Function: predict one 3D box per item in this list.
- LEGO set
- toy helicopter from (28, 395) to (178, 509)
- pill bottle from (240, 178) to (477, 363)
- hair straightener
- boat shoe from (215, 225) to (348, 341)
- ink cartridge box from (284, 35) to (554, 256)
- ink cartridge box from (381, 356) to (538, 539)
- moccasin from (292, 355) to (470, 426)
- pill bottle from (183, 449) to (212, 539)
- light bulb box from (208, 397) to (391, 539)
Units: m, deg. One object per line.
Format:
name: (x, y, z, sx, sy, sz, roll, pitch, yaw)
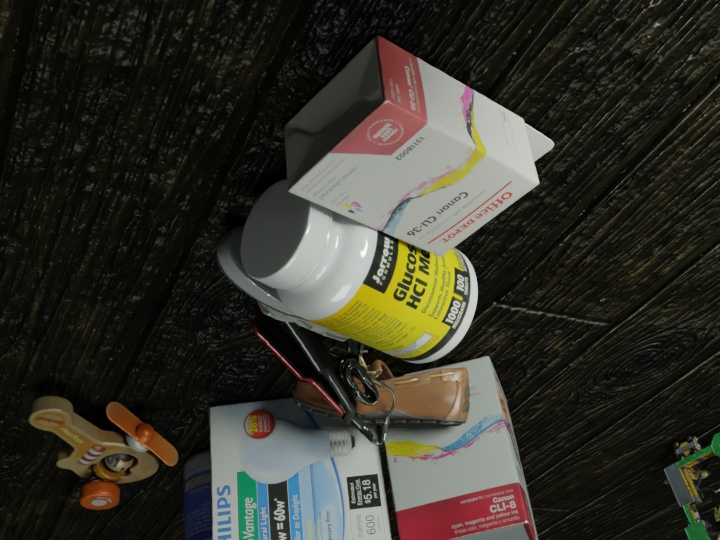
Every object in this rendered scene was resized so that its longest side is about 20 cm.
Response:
LEGO set: (0.526, 0.330, 1.372, 0.115, 0.201, 0.154, 18, 128, -46)
toy helicopter: (-0.296, 0.193, 1.101, 0.131, 0.080, 0.200, -17, 142, 14)
pill bottle: (0.000, 0.000, 0.821, 0.112, 0.114, 0.199, -31, 141, 33)
hair straightener: (-0.022, 0.104, 0.982, 0.076, 0.041, 0.201, -25, 116, 24)
boat shoe: (-0.062, 0.021, 0.888, 0.069, 0.072, 0.199, -28, 146, 34)
ink cartridge box: (0.054, -0.082, 0.747, 0.199, 0.068, 0.116, 20, 138, -35)
ink cartridge box: (0.112, 0.227, 1.117, 0.143, 0.202, 0.146, -16, 148, 9)
moccasin: (0.021, 0.129, 1.065, 0.199, 0.079, 0.074, -3, 167, 23)
pill bottle: (-0.168, 0.337, 1.228, 0.111, 0.202, 0.113, -5, 147, -3)
light bulb box: (-0.070, 0.260, 1.131, 0.197, 0.200, 0.125, -7, 146, -2)
